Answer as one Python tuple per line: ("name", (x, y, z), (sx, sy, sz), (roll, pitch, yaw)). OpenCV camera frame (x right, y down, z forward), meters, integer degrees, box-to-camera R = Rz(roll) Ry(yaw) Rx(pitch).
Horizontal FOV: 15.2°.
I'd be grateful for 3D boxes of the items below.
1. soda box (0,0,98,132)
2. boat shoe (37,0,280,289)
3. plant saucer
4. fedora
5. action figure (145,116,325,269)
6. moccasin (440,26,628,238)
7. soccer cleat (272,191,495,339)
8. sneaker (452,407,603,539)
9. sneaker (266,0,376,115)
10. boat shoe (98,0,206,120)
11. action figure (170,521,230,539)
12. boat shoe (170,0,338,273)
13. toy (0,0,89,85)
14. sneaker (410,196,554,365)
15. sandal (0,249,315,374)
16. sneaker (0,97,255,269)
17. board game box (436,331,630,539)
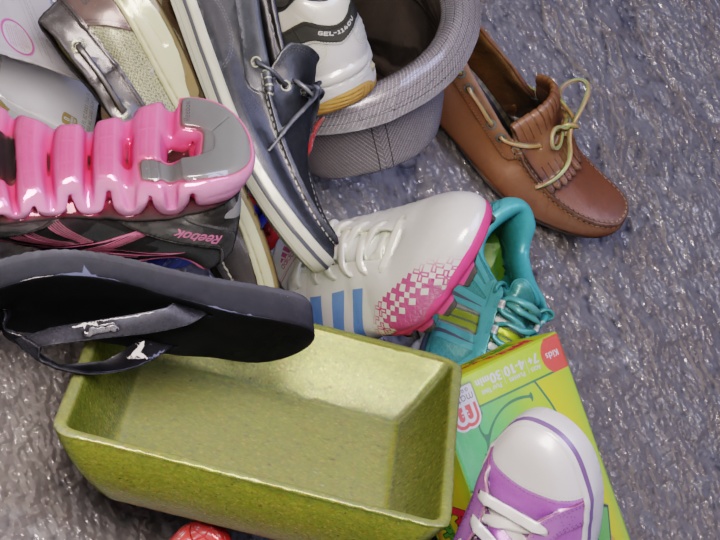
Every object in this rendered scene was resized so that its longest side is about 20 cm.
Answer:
("soda box", (-0.180, -0.139, 1.491), (0.064, 0.068, 0.200), (28, 45, -28))
("boat shoe", (-0.104, -0.059, 1.397), (0.201, 0.066, 0.072), (66, -8, -18))
("plant saucer", (-0.052, 0.083, 1.402), (0.200, 0.048, 0.200), (15, 23, -2))
("fedora", (-0.013, -0.126, 1.624), (0.200, 0.177, 0.090), (54, -17, 45))
("action figure", (-0.090, -0.043, 1.491), (0.065, 0.099, 0.200), (26, 22, 22))
("moccasin", (0.106, -0.100, 1.775), (0.201, 0.078, 0.074), (48, 38, -12))
("soccer cleat", (0.000, 0.000, 1.496), (0.086, 0.200, 0.070), (29, 60, -13))
("sneaker", (0.064, 0.174, 1.440), (0.073, 0.201, 0.114), (28, 32, 22))
("sneaker", (-0.056, -0.172, 1.550), (0.076, 0.088, 0.200), (-30, 45, -22))
("boat shoe", (-0.128, -0.123, 1.518), (0.200, 0.064, 0.071), (-111, 180, -63))
("action figure", (-0.039, 0.178, 1.406), (0.200, 0.065, 0.099), (9, 49, -45))
("boat shoe", (-0.048, -0.095, 1.441), (0.075, 0.062, 0.200), (52, 16, -77))
("toy", (-0.229, -0.148, 1.370), (0.200, 0.047, 0.115), (20, 39, -53))
("sneaker", (0.076, 0.040, 1.637), (0.077, 0.080, 0.200), (26, 47, -34))
("sandal", (-0.113, 0.027, 1.351), (0.200, 0.076, 0.043), (7, 64, -24))
("sneaker", (-0.151, -0.031, 1.337), (0.200, 0.095, 0.079), (1, 52, 2))
("board game box", (0.098, 0.147, 1.554), (0.102, 0.048, 0.200), (-22, 94, -38))
